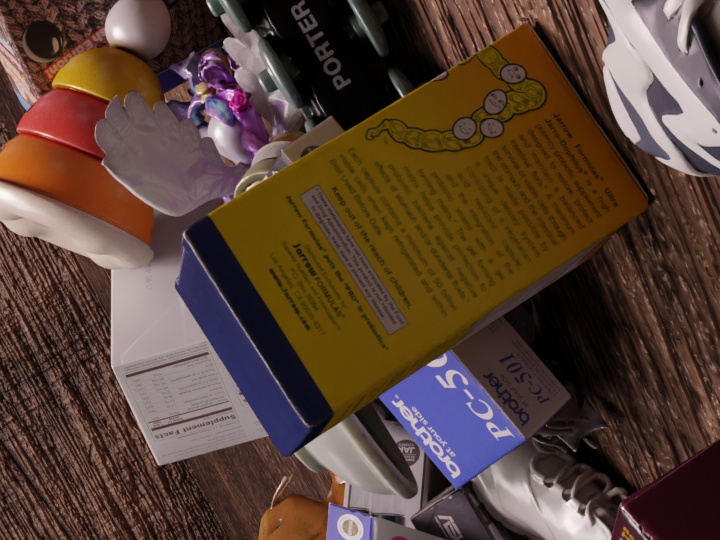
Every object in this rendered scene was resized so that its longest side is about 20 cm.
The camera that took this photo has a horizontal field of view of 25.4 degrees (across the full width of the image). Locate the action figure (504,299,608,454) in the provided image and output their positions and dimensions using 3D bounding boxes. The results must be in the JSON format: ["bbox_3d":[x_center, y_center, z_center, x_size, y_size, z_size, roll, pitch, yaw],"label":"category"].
[{"bbox_3d":[0.083,0.034,0.937,0.130,0.069,0.201,30,151,53],"label":"action figure"}]

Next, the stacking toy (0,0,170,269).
[{"bbox_3d":[-0.192,-0.113,1.187,0.145,0.201,0.146,20,171,3],"label":"stacking toy"}]

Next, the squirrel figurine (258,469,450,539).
[{"bbox_3d":[0.020,0.207,1.239,0.200,0.186,0.142,49,163,32],"label":"squirrel figurine"}]

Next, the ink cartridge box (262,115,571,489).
[{"bbox_3d":[0.020,0.020,0.883,0.200,0.044,0.094,49,149,5],"label":"ink cartridge box"}]

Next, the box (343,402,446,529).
[{"bbox_3d":[0.026,0.167,1.138,0.117,0.060,0.202,63,-149,-71],"label":"box"}]

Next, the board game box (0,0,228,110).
[{"bbox_3d":[-0.215,-0.227,1.230,0.097,0.159,0.201,42,158,49],"label":"board game box"}]

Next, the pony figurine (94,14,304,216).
[{"bbox_3d":[-0.079,-0.093,1.109,0.193,0.166,0.200,49,180,-24],"label":"pony figurine"}]

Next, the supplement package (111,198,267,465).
[{"bbox_3d":[-0.104,0.027,1.243,0.201,0.154,0.111,-101,-6,-51],"label":"supplement package"}]

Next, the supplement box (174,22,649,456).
[{"bbox_3d":[0.021,-0.013,0.782,0.110,0.199,0.109,56,165,7],"label":"supplement box"}]

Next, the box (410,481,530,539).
[{"bbox_3d":[0.120,0.227,1.086,0.201,0.049,0.161,59,-162,7],"label":"box"}]

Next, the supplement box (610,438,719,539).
[{"bbox_3d":[0.188,0.177,0.824,0.111,0.085,0.200,53,164,25],"label":"supplement box"}]

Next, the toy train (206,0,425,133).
[{"bbox_3d":[-0.023,-0.132,0.942,0.201,0.085,0.114,58,-177,-8],"label":"toy train"}]

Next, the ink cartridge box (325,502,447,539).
[{"bbox_3d":[0.058,0.220,1.000,0.199,0.037,0.096,16,113,24],"label":"ink cartridge box"}]

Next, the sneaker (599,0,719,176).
[{"bbox_3d":[0.120,-0.103,0.523,0.129,0.079,0.200,36,153,53],"label":"sneaker"}]

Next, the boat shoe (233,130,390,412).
[{"bbox_3d":[0.000,0.000,1.002,0.074,0.069,0.201,-17,117,31],"label":"boat shoe"}]

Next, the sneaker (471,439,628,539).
[{"bbox_3d":[0.140,0.152,1.003,0.200,0.074,0.087,51,150,12],"label":"sneaker"}]

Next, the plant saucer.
[{"bbox_3d":[-0.038,0.071,1.016,0.201,0.050,0.200,55,-178,-3],"label":"plant saucer"}]
